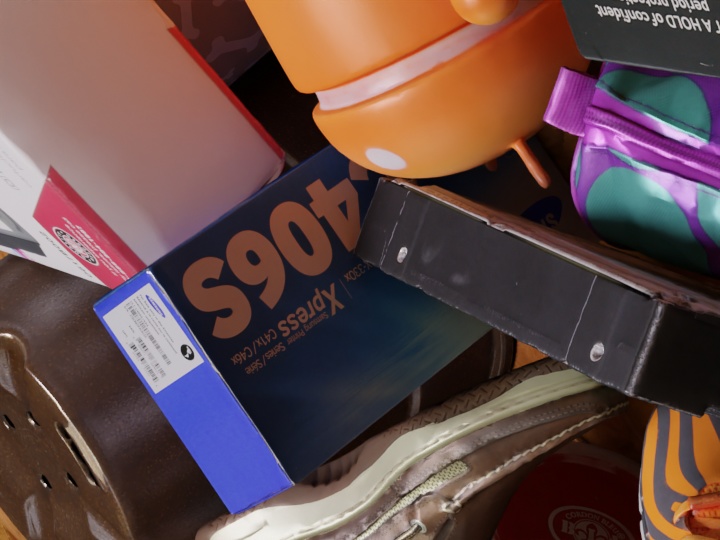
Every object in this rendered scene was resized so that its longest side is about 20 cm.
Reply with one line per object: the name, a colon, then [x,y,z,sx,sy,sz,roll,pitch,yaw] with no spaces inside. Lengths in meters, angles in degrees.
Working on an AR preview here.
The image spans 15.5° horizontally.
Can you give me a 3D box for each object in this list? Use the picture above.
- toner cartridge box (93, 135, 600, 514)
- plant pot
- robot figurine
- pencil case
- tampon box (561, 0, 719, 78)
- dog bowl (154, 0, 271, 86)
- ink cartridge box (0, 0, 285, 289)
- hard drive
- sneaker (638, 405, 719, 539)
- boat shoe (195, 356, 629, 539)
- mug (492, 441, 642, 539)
toner cartridge box: [0.000,0.000,1.007,0.043,0.200,0.095,-29,96,49]
plant pot: [-0.070,0.031,1.168,0.200,0.198,0.201,38,149,28]
robot figurine: [0.011,-0.119,0.946,0.144,0.117,0.200,-20,105,38]
pencil case: [0.157,-0.020,0.844,0.200,0.092,0.085,25,103,47]
tampon box: [0.116,-0.165,0.704,0.150,0.126,0.200,16,135,53]
dog bowl: [-0.121,-0.142,1.117,0.200,0.059,0.200,36,171,6]
ink cartridge box: [-0.145,-0.074,1.060,0.148,0.086,0.200,47,160,-31]
hard drive: [0.101,0.018,0.923,0.139,0.038,0.200,18,-176,-28]
sneaker: [0.142,0.110,0.957,0.112,0.077,0.200,63,-169,-56]
boat shoe: [0.030,0.097,1.054,0.202,0.075,0.075,-29,82,32]
mug: [0.088,0.176,1.162,0.134,0.177,0.200,60,144,37]
